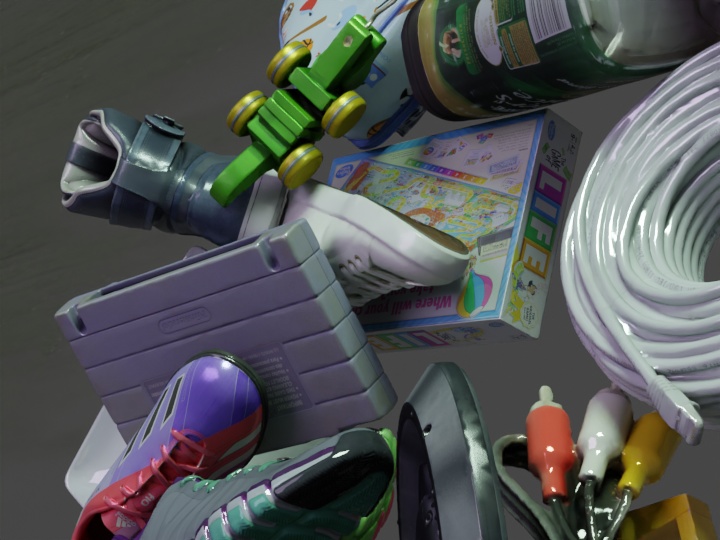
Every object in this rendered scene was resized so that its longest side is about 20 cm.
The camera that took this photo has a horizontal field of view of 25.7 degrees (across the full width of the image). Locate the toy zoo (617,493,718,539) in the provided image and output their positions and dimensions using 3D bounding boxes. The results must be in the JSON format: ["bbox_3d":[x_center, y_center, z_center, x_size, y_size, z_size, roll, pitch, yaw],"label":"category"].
[{"bbox_3d":[0.125,0.195,0.748,0.131,0.020,0.201,-37,42,31],"label":"toy zoo"}]

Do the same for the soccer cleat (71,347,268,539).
[{"bbox_3d":[-0.119,0.125,0.949,0.200,0.068,0.073,-51,-1,39],"label":"soccer cleat"}]

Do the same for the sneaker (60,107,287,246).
[{"bbox_3d":[-0.126,-0.062,1.081,0.202,0.145,0.077,-134,60,-85],"label":"sneaker"}]

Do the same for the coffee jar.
[{"bbox_3d":[0.107,-0.138,0.894,0.200,0.104,0.086,-6,97,64],"label":"coffee jar"}]

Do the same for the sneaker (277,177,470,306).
[{"bbox_3d":[0.000,0.000,0.941,0.085,0.073,0.200,-66,24,-1],"label":"sneaker"}]

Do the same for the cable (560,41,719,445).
[{"bbox_3d":[0.188,-0.021,0.761,0.200,0.069,0.200,-52,34,5],"label":"cable"}]

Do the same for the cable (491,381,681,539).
[{"bbox_3d":[0.100,0.115,0.730,0.200,0.097,0.051,-70,-19,-61],"label":"cable"}]

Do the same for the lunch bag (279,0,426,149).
[{"bbox_3d":[0.020,-0.179,1.068,0.160,0.075,0.200,-46,29,15],"label":"lunch bag"}]

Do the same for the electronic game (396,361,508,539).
[{"bbox_3d":[0.049,0.145,0.774,0.200,0.041,0.201,176,90,-84],"label":"electronic game"}]

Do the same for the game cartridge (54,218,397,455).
[{"bbox_3d":[-0.083,0.053,0.956,0.199,0.130,0.038,-17,21,36],"label":"game cartridge"}]

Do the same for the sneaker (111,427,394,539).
[{"bbox_3d":[-0.072,0.130,0.874,0.200,0.074,0.088,-39,50,18],"label":"sneaker"}]

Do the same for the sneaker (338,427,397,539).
[{"bbox_3d":[-0.050,0.166,0.923,0.200,0.084,0.077,-51,-6,13],"label":"sneaker"}]

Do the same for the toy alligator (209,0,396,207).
[{"bbox_3d":[-0.019,-0.116,0.969,0.059,0.054,0.200,43,102,11],"label":"toy alligator"}]

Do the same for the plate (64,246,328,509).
[{"bbox_3d":[-0.095,0.113,1.037,0.199,0.032,0.201,38,103,41],"label":"plate"}]

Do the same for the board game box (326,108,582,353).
[{"bbox_3d":[0.041,-0.018,0.985,0.200,0.034,0.135,-8,61,50],"label":"board game box"}]
